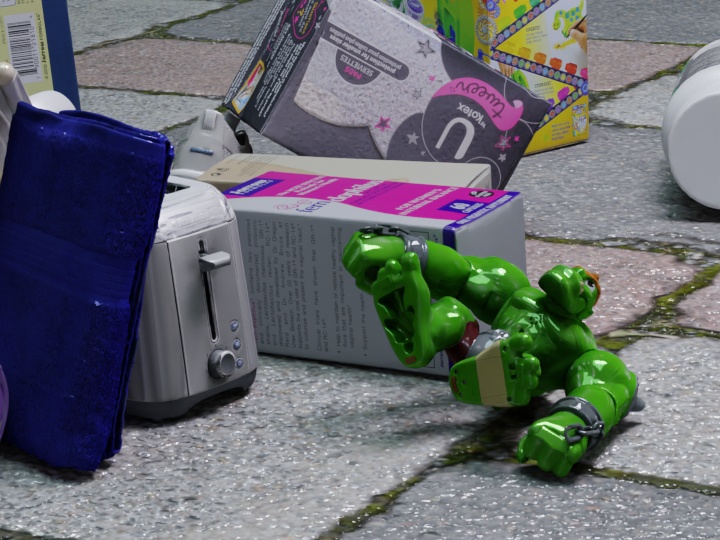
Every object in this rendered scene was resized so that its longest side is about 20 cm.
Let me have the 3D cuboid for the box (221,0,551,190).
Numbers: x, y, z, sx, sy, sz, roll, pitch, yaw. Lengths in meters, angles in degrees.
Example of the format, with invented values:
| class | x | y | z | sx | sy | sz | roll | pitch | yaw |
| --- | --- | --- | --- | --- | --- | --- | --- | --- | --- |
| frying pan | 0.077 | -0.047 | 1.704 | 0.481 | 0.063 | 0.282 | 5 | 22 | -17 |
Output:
| class | x | y | z | sx | sy | sz | roll | pitch | yaw |
| --- | --- | --- | --- | --- | --- | --- | --- | --- | --- |
| box | 0.021 | -0.127 | 1.807 | 0.199 | 0.133 | 0.115 | 27 | 5 | -25 |

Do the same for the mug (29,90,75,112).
| class | x | y | z | sx | sy | sz | roll | pitch | yaw |
| --- | --- | --- | --- | --- | --- | --- | --- | --- | --- |
| mug | -0.268 | -0.045 | 1.611 | 0.148 | 0.200 | 0.175 | 47 | 10 | 8 |

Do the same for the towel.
| class | x | y | z | sx | sy | sz | roll | pitch | yaw |
| --- | --- | --- | --- | --- | --- | --- | --- | --- | --- |
| towel | -0.171 | 0.007 | 1.400 | 0.049 | 0.201 | 0.147 | 10 | 5 | -39 |

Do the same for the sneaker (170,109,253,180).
| class | x | y | z | sx | sy | sz | roll | pitch | yaw |
| --- | --- | --- | --- | --- | --- | --- | --- | --- | --- |
| sneaker | -0.101 | -0.078 | 1.825 | 0.074 | 0.082 | 0.200 | 15 | -2 | 1 |

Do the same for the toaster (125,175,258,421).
| class | x | y | z | sx | sy | sz | roll | pitch | yaw |
| --- | --- | --- | --- | --- | --- | --- | --- | --- | --- |
| toaster | -0.156 | 0.009 | 1.502 | 0.199 | 0.130 | 0.113 | 11 | 20 | 40 |

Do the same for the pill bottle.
| class | x | y | z | sx | sy | sz | roll | pitch | yaw |
| --- | --- | --- | --- | --- | --- | --- | --- | --- | --- |
| pill bottle | 0.302 | -0.119 | 1.921 | 0.112 | 0.114 | 0.200 | 1 | 15 | 12 |

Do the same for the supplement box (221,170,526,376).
| class | x | y | z | sx | sy | sz | roll | pitch | yaw |
| --- | --- | --- | --- | --- | --- | --- | --- | --- | --- |
| supplement box | 0.000 | 0.000 | 1.565 | 0.199 | 0.104 | 0.101 | 4 | 18 | 29 |

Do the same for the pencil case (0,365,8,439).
| class | x | y | z | sx | sy | sz | roll | pitch | yaw |
| --- | --- | --- | --- | --- | --- | --- | --- | --- | --- |
| pencil case | -0.303 | 0.077 | 1.375 | 0.199 | 0.084 | 0.086 | 1 | 51 | 21 |

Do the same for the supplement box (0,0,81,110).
| class | x | y | z | sx | sy | sz | roll | pitch | yaw |
| --- | --- | --- | --- | --- | --- | --- | --- | --- | --- |
| supplement box | -0.325 | -0.167 | 1.760 | 0.199 | 0.201 | 0.134 | -10 | 9 | -19 |

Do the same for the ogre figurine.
| class | x | y | z | sx | sy | sz | roll | pitch | yaw |
| --- | --- | --- | --- | --- | --- | --- | --- | --- | --- |
| ogre figurine | 0.085 | 0.041 | 1.404 | 0.199 | 0.099 | 0.120 | 22 | 17 | 39 |

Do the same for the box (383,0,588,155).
| class | x | y | z | sx | sy | sz | roll | pitch | yaw |
| --- | --- | --- | --- | --- | --- | --- | --- | --- | --- |
| box | 0.095 | -0.216 | 2.149 | 0.122 | 0.194 | 0.200 | -14 | 19 | -36 |

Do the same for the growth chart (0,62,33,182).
| class | x | y | z | sx | sy | sz | roll | pitch | yaw |
| --- | --- | --- | --- | --- | --- | --- | --- | --- | --- |
| growth chart | -0.254 | -0.034 | 1.432 | 0.018 | 0.200 | 0.145 | 31 | -21 | 7 |

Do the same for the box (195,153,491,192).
| class | x | y | z | sx | sy | sz | roll | pitch | yaw |
| --- | --- | --- | --- | --- | --- | --- | --- | --- | --- |
| box | -0.010 | -0.027 | 1.678 | 0.199 | 0.096 | 0.078 | 2 | 17 | 20 |
